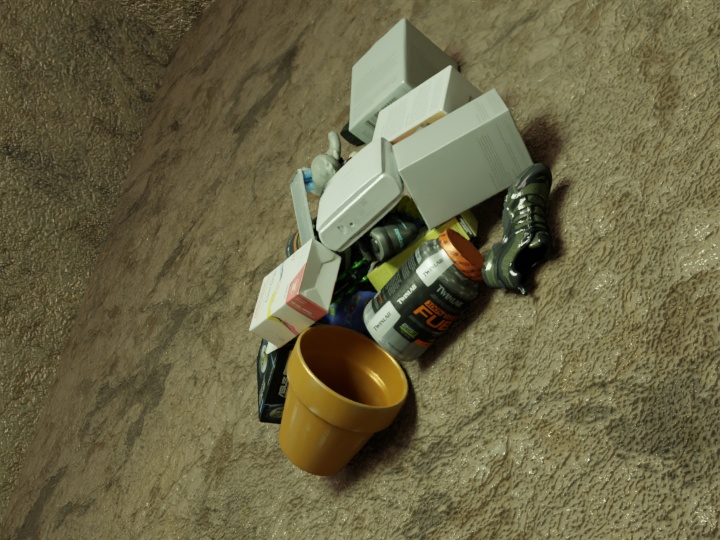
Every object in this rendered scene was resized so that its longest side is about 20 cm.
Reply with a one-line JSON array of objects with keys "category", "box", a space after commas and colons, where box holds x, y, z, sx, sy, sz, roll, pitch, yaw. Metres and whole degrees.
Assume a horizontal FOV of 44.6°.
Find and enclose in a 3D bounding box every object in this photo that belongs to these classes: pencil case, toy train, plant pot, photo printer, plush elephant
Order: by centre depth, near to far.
[{"category": "plant pot", "box": [-0.047, 0.224, 1.436, 0.186, 0.196, 0.202, -63, 25, 26]}, {"category": "photo printer", "box": [0.000, -0.138, 1.499, 0.166, 0.069, 0.201, -40, 20, 20]}, {"category": "pencil case", "box": [-0.001, 0.082, 1.586, 0.199, 0.077, 0.088, 2, 66, 59]}, {"category": "toy train", "box": [0.000, 0.000, 1.616, 0.199, 0.042, 0.056, -38, 9, -30]}, {"category": "plush elephant", "box": [-0.038, -0.211, 1.830, 0.163, 0.153, 0.204, -4, 60, 56]}]

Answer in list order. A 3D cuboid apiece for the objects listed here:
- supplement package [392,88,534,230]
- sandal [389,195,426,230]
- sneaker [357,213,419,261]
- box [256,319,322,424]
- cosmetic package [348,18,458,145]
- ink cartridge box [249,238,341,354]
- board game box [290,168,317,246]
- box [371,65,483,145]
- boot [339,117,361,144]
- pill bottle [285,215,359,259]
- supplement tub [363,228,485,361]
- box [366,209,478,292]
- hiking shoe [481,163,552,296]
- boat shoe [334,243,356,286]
[{"category": "supplement package", "box": [0.166, -0.183, 1.433, 0.197, 0.123, 0.120, -27, 26, 10]}, {"category": "sandal", "box": [0.084, -0.087, 1.583, 0.197, 0.079, 0.089, 14, 118, 34]}, {"category": "sneaker", "box": [0.040, -0.059, 1.513, 0.078, 0.077, 0.200, -25, 15, -11]}, {"category": "box", "box": [-0.135, 0.160, 1.646, 0.166, 0.084, 0.203, -101, 24, -50]}, {"category": "cosmetic package", "box": [0.088, -0.346, 1.742, 0.164, 0.163, 0.203, -34, 38, 37]}, {"category": "ink cartridge box", "box": [-0.121, 0.048, 1.481, 0.199, 0.067, 0.118, -37, 31, 44]}, {"category": "board game box", "box": [-0.091, -0.073, 1.609, 0.200, 0.025, 0.205, 167, 91, -81]}, {"category": "box", "box": [0.137, -0.244, 1.584, 0.198, 0.151, 0.108, -25, 41, 47]}, {"category": "boot", "box": [0.036, -0.360, 1.949, 0.198, 0.067, 0.133, -4, 55, 55]}, {"category": "pill bottle", "box": [-0.066, -0.059, 1.764, 0.199, 0.105, 0.108, -31, 39, 55]}, {"category": "supplement tub", "box": [0.106, 0.038, 1.408, 0.201, 0.121, 0.124, -48, 31, 21]}, {"category": "box", "box": [0.105, -0.037, 1.492, 0.198, 0.050, 0.076, -33, 13, 20]}, {"category": "hiking shoe", "box": [0.260, -0.060, 1.319, 0.100, 0.075, 0.204, 18, 88, 52]}, {"category": "boat shoe", "box": [-0.043, -0.008, 1.664, 0.063, 0.070, 0.203, -57, -17, -49]}]
